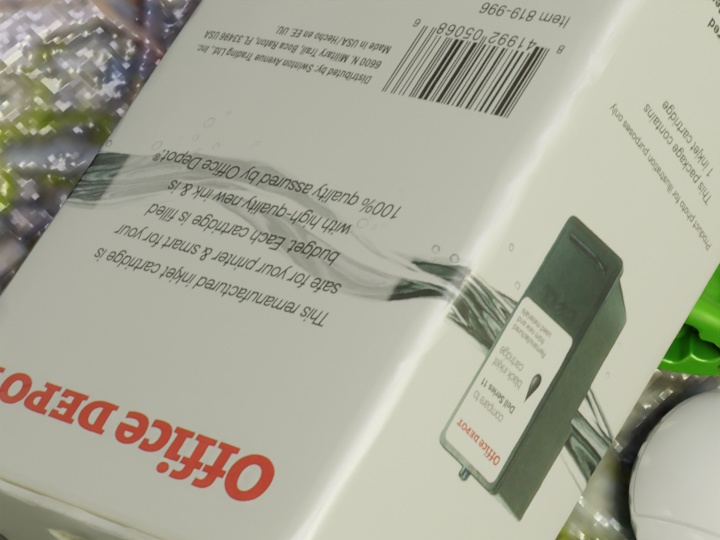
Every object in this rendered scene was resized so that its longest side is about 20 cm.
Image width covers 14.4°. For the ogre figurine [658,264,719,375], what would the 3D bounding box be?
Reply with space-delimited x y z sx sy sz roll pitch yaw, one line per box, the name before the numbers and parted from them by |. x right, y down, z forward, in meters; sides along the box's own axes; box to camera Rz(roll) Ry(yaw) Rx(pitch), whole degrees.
ogre figurine | 0.118 -0.033 0.798 0.098 0.199 0.120 46 39 -33

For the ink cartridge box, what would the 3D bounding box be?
ink cartridge box | 0.000 0.000 0.726 0.146 0.083 0.200 16 65 44

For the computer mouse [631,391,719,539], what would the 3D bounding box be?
computer mouse | 0.164 0.096 0.768 0.199 0.044 0.110 31 65 6
